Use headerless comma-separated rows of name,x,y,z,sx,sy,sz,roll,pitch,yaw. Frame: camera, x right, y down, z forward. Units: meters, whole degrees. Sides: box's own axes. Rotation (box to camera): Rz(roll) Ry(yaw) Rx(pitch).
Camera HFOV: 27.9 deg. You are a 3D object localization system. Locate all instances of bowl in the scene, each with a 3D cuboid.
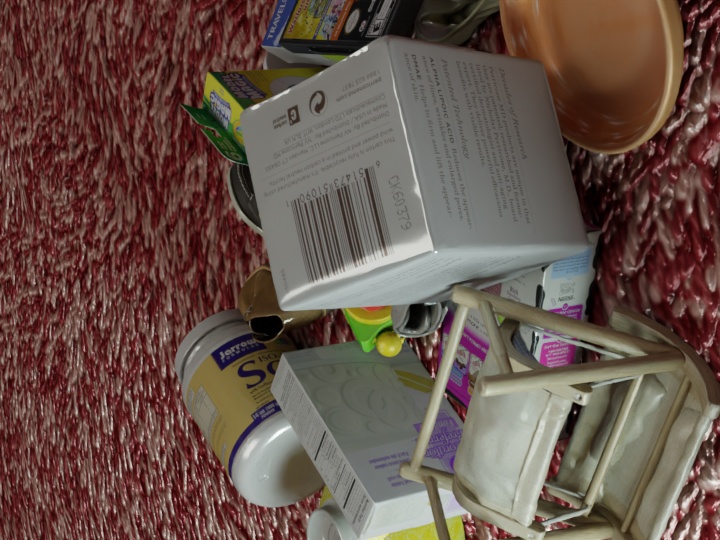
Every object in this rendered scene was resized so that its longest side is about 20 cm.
bowl,0.009,0.274,1.497,0.200,0.107,0.201,24,118,55

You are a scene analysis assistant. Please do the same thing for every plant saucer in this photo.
plant saucer,0.182,-0.190,1.121,0.200,0.037,0.200,42,144,41

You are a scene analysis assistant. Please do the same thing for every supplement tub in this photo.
supplement tub,-0.114,0.151,1.633,0.200,0.145,0.146,50,138,40

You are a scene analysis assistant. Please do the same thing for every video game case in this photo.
video game case,0.016,-0.289,1.321,0.181,0.025,0.200,16,81,56

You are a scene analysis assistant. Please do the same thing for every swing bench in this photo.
swing bench,0.155,0.135,1.155,0.130,0.200,0.199,-102,22,-55

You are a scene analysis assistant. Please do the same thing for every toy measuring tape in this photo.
toy measuring tape,0.000,0.000,1.473,0.200,0.073,0.074,62,145,27

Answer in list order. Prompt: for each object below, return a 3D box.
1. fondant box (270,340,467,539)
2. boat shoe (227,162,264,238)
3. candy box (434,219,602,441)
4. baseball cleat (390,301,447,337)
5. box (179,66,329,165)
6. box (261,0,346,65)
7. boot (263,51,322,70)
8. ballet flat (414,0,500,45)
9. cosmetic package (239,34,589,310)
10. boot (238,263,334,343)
fondant box,0.021,0.156,1.410,0.200,0.144,0.058,56,140,36
boat shoe,-0.080,-0.059,1.597,0.201,0.072,0.061,56,145,23
candy box,0.135,0.035,1.269,0.136,0.061,0.200,37,128,51
baseball cleat,0.037,0.008,1.349,0.200,0.070,0.107,164,108,-84
box,-0.066,-0.154,1.418,0.117,0.200,0.048,48,137,42
box,-0.025,-0.263,1.428,0.200,0.048,0.122,18,86,57
boot,-0.058,-0.143,1.533,0.200,0.073,0.096,62,145,34
ballet flat,0.085,-0.243,1.275,0.200,0.069,0.070,-30,72,58
cosmetic package,0.043,-0.069,1.129,0.165,0.200,0.165,-21,78,39
boot,-0.102,0.040,1.554,0.074,0.075,0.200,58,158,-10
